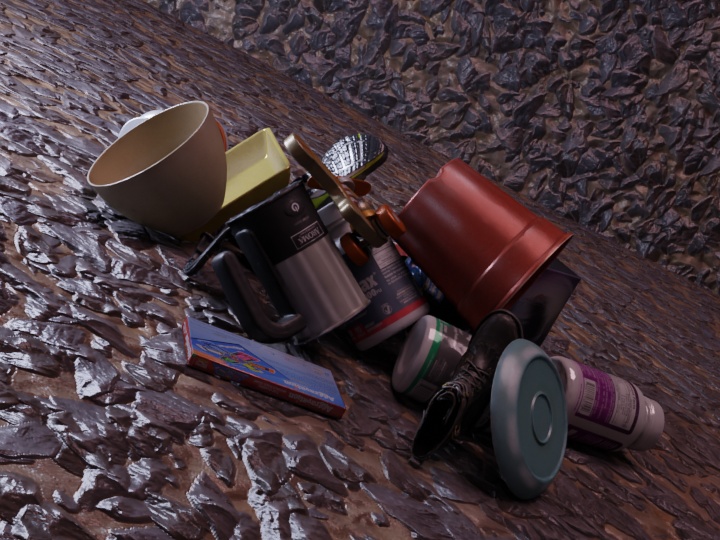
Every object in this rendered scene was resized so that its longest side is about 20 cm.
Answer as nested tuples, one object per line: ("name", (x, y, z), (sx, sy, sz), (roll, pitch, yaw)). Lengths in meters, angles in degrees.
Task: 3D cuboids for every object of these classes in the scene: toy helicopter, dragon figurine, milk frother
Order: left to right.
("milk frother", (-0.120, 0.006, 1.588), (0.188, 0.180, 0.200), (61, -19, -6))
("toy helicopter", (-0.031, -0.110, 1.565), (0.200, 0.079, 0.132), (47, 14, -27))
("dragon figurine", (0.088, 0.022, 1.791), (0.059, 0.099, 0.200), (37, 39, -41))

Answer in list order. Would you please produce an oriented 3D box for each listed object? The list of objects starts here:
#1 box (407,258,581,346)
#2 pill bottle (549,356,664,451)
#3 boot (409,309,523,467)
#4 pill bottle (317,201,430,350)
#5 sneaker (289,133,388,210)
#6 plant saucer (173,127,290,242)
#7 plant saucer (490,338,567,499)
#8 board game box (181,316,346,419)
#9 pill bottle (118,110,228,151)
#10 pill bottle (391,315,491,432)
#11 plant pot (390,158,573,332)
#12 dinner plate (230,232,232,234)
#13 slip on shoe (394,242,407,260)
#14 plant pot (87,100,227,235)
("box", (0.207, 0.048, 1.874), (0.200, 0.199, 0.123), (14, 21, -41))
("pill bottle", (0.353, 0.206, 1.776), (0.200, 0.112, 0.112), (21, 17, -26))
("boot", (0.131, 0.143, 1.455), (0.069, 0.200, 0.174), (27, 7, 14))
("pill bottle", (0.000, 0.000, 1.669), (0.200, 0.120, 0.120), (60, 18, 2))
("sneaker", (-0.027, -0.128, 1.725), (0.081, 0.200, 0.074), (24, 47, -37))
("plant saucer", (-0.197, -0.121, 1.811), (0.048, 0.200, 0.200), (58, 1, -28))
("plant saucer", (0.217, 0.185, 1.485), (0.027, 0.200, 0.200), (-5, -4, 32))
("board game box", (-0.117, 0.117, 1.423), (0.200, 0.019, 0.103), (23, 15, -20))
("pill bottle", (-0.310, -0.208, 1.964), (0.113, 0.113, 0.200), (33, 15, 16))
("pill bottle", (0.153, 0.150, 1.609), (0.200, 0.113, 0.113), (25, 15, -11))
("plant pot", (0.159, -0.040, 1.666), (0.195, 0.201, 0.201), (43, 18, 10))
("dinner plate", (-0.161, -0.063, 1.926), (0.200, 0.024, 0.200), (26, 14, -7))
("slip on shoe", (0.033, -0.019, 2.037), (0.061, 0.074, 0.200), (39, 13, 24))
("plant pot", (-0.269, -0.131, 1.702), (0.135, 0.200, 0.200), (58, 1, -27))
